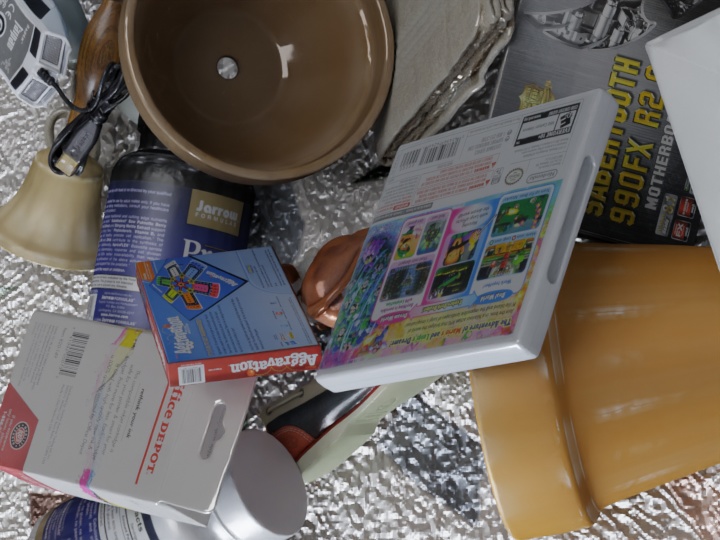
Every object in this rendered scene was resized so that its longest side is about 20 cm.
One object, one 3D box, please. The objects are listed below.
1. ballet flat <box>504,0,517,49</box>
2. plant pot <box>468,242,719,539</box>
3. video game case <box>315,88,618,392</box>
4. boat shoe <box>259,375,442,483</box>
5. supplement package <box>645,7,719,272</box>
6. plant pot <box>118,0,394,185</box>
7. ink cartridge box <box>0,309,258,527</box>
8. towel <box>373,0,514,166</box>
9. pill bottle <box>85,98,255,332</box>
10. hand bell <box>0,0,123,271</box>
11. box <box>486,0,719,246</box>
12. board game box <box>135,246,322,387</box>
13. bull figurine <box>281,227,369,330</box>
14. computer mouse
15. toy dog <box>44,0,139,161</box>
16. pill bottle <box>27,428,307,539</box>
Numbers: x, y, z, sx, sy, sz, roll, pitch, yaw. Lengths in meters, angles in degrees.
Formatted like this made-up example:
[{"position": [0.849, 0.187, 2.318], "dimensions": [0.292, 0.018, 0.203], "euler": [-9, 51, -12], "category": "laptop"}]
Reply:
[{"position": [0.127, -0.147, 1.671], "dimensions": [0.072, 0.072, 0.202], "euler": [-5, 77, 28], "category": "ballet flat"}, {"position": [0.175, 0.063, 1.545], "dimensions": [0.182, 0.200, 0.202], "euler": [-9, 75, 10], "category": "plant pot"}, {"position": [0.065, -0.016, 1.495], "dimensions": [0.199, 0.024, 0.183], "euler": [-13, 50, 50], "category": "video game case"}, {"position": [0.009, 0.070, 1.694], "dimensions": [0.200, 0.071, 0.063], "euler": [-42, 67, 22], "category": "boat shoe"}, {"position": [0.301, -0.062, 1.481], "dimensions": [0.146, 0.200, 0.193], "euler": [-23, 70, 23], "category": "supplement package"}, {"position": [-0.084, -0.156, 1.703], "dimensions": [0.093, 0.199, 0.203], "euler": [160, 116, -68], "category": "plant pot"}, {"position": [-0.151, 0.105, 1.638], "dimensions": [0.199, 0.067, 0.117], "euler": [10, 75, 32], "category": "ink cartridge box"}, {"position": [0.057, -0.175, 1.672], "dimensions": [0.200, 0.034, 0.134], "euler": [133, 142, -55], "category": "towel"}, {"position": [-0.139, -0.023, 1.771], "dimensions": [0.111, 0.112, 0.202], "euler": [6, 83, 30], "category": "pill bottle"}, {"position": [-0.211, -0.112, 1.800], "dimensions": [0.104, 0.104, 0.201], "euler": [31, 114, 30], "category": "hand bell"}, {"position": [0.170, -0.121, 1.613], "dimensions": [0.157, 0.048, 0.202], "euler": [15, 86, -2], "category": "box"}, {"position": [-0.093, 0.029, 1.621], "dimensions": [0.102, 0.200, 0.020], "euler": [-6, 110, -9], "category": "board game box"}, {"position": [0.000, 0.000, 1.673], "dimensions": [0.121, 0.200, 0.065], "euler": [-36, 97, 0], "category": "bull figurine"}, {"position": [-0.235, -0.164, 1.762], "dimensions": [0.200, 0.044, 0.110], "euler": [51, 126, 31], "category": "computer mouse"}, {"position": [-0.221, -0.189, 1.860], "dimensions": [0.131, 0.096, 0.201], "euler": [-29, 103, 32], "category": "toy dog"}, {"position": [-0.137, 0.189, 1.712], "dimensions": [0.199, 0.111, 0.112], "euler": [-28, 67, 31], "category": "pill bottle"}]
